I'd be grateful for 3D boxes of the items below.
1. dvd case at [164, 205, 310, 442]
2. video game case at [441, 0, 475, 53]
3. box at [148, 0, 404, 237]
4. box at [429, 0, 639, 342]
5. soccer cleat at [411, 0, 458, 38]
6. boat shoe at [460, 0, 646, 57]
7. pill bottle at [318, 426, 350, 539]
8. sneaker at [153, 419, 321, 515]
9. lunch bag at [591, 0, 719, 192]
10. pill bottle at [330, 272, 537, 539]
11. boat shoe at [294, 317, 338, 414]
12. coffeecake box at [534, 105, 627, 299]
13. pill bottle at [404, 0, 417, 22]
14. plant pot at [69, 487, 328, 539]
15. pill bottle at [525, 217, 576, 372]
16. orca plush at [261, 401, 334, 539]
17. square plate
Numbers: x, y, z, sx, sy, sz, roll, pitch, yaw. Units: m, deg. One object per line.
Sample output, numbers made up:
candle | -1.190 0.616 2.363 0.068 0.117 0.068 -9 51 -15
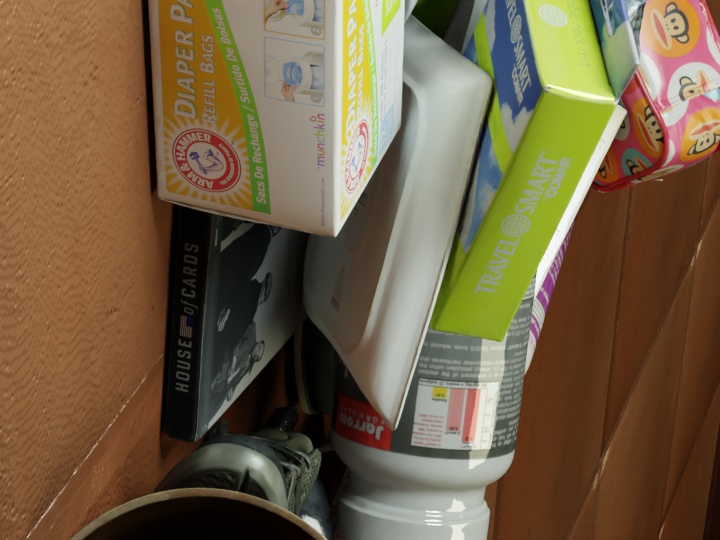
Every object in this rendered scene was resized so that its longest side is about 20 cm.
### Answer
dvd case | -0.060 -0.011 1.395 0.200 0.025 0.151 -50 149 -60
video game case | 0.077 -0.140 1.481 0.201 0.022 0.182 -67 169 11
box | -0.040 -0.134 1.220 0.113 0.101 0.201 -60 157 -49
box | 0.082 -0.074 1.284 0.123 0.047 0.201 -98 -157 -45
soccer cleat | 0.051 -0.241 1.541 0.081 0.067 0.202 24 79 -61
boat shoe | 0.099 -0.094 1.383 0.071 0.090 0.201 -53 164 -43
pill bottle | -0.004 0.185 1.590 0.115 0.113 0.201 84 24 -49
sneaker | -0.068 0.118 1.363 0.200 0.076 0.115 94 11 -61
lunch bag | 0.170 -0.156 1.669 0.201 0.081 0.176 70 -21 1
pill bottle | 0.042 0.066 1.471 0.116 0.115 0.202 -20 118 -72
boat shoe | -0.001 0.001 1.553 0.074 0.063 0.203 -37 139 -71
coffeecake box | 0.085 -0.021 1.631 0.201 0.073 0.154 -62 -173 -19
pill bottle | 0.024 -0.223 1.360 0.112 0.110 0.201 87 22 -45
plant pot | -0.080 0.217 1.269 0.200 0.185 0.188 93 12 -80
pill bottle | 0.097 -0.025 1.783 0.112 0.111 0.201 71 35 -62
orca plush | -0.042 0.186 1.469 0.071 0.105 0.201 32 34 -35
square plate | 0.011 -0.037 1.361 0.200 0.028 0.200 -129 -128 -68
